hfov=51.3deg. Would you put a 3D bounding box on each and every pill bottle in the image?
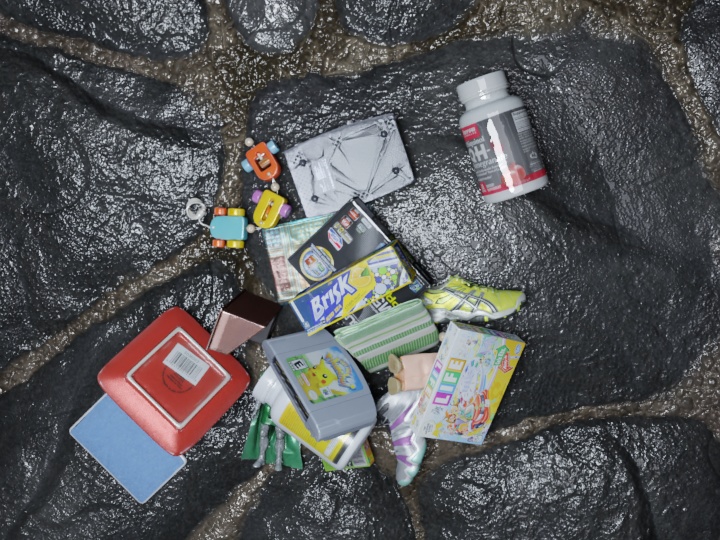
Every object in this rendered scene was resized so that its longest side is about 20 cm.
[{"bbox_3d":[0.228,-0.219,1.232,0.111,0.111,0.200,-19,96,7],"label":"pill bottle"},{"bbox_3d":[-0.081,0.238,1.274,0.200,0.112,0.112,34,99,9],"label":"pill bottle"}]

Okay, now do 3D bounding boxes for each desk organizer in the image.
[{"bbox_3d":[-0.190,0.091,1.261,0.077,0.200,0.072,21,98,-1],"label":"desk organizer"}]

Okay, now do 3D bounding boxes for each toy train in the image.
[{"bbox_3d":[-0.198,-0.128,1.309,0.200,0.056,0.150,-37,82,11],"label":"toy train"}]

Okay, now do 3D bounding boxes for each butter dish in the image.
[{"bbox_3d":[-0.333,0.204,1.322,0.200,0.148,0.199,44,58,-1],"label":"butter dish"}]

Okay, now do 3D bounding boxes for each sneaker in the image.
[{"bbox_3d":[0.055,0.272,1.334,0.140,0.078,0.200,16,89,4],"label":"sneaker"},{"bbox_3d":[0.185,0.046,1.290,0.200,0.075,0.077,-5,98,4],"label":"sneaker"}]

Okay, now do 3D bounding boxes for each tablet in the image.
[{"bbox_3d":[-0.436,0.329,1.405,0.130,0.014,0.200,-43,93,8],"label":"tablet"}]

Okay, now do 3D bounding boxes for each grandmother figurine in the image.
[{"bbox_3d":[0.147,0.165,1.288,0.200,0.061,0.122,-1,105,-20],"label":"grandmother figurine"}]

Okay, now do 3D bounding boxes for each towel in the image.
[{"bbox_3d":[-0.063,-0.027,1.322,0.200,0.022,0.147,-12,94,5],"label":"towel"},{"bbox_3d":[0.052,0.112,1.258,0.152,0.200,0.023,-23,61,7],"label":"towel"}]

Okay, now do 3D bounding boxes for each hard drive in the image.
[{"bbox_3d":[-0.018,-0.179,1.290,0.200,0.042,0.135,-19,96,7],"label":"hard drive"}]

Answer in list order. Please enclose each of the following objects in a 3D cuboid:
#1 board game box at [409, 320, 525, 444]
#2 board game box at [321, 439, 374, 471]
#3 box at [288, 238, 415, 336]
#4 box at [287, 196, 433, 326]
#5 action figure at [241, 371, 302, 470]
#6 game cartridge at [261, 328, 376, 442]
[{"bbox_3d":[0.178,0.192,1.256,0.134,0.034,0.200,13,106,-24],"label":"board game box"},{"bbox_3d":[-0.049,0.260,1.345,0.095,0.030,0.200,-14,99,28],"label":"board game box"},{"bbox_3d":[-0.014,0.028,1.230,0.200,0.064,0.070,-29,95,15],"label":"box"},{"bbox_3d":[0.000,0.000,1.277,0.160,0.044,0.200,-41,91,16],"label":"box"},{"bbox_3d":[-0.156,0.258,1.357,0.118,0.055,0.200,5,94,6],"label":"action figure"},{"bbox_3d":[-0.062,0.180,1.233,0.200,0.133,0.041,54,133,30],"label":"game cartridge"}]
